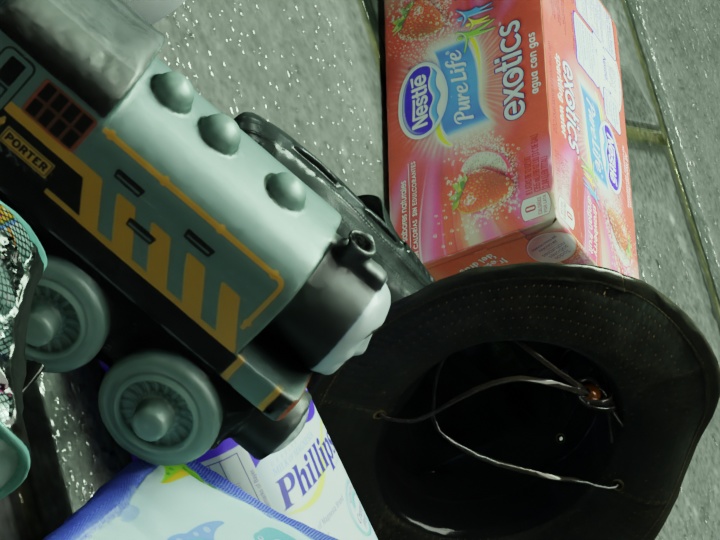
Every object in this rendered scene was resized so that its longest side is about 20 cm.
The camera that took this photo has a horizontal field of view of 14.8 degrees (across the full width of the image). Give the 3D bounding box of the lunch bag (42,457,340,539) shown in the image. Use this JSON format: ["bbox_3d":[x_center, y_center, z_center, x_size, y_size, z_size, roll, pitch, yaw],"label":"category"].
[{"bbox_3d":[-0.050,0.172,0.951,0.200,0.127,0.170,55,28,-3],"label":"lunch bag"}]

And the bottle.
[{"bbox_3d":[-0.051,0.066,1.085,0.201,0.065,0.084,66,23,-11],"label":"bottle"}]

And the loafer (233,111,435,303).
[{"bbox_3d":[0.000,0.000,1.237,0.200,0.068,0.071,40,52,-43],"label":"loafer"}]

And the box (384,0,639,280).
[{"bbox_3d":[0.077,-0.066,1.428,0.103,0.094,0.201,44,35,-45],"label":"box"}]

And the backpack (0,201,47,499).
[{"bbox_3d":[-0.196,0.011,0.682,0.200,0.175,0.154,52,24,-28],"label":"backpack"}]

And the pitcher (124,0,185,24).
[{"bbox_3d":[-0.118,-0.193,1.022,0.200,0.172,0.121,43,2,-43],"label":"pitcher"}]

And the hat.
[{"bbox_3d":[0.052,0.056,1.189,0.201,0.200,0.081,50,14,-38],"label":"hat"}]

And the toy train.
[{"bbox_3d":[-0.083,-0.019,0.979,0.200,0.114,0.085,41,31,-7],"label":"toy train"}]
